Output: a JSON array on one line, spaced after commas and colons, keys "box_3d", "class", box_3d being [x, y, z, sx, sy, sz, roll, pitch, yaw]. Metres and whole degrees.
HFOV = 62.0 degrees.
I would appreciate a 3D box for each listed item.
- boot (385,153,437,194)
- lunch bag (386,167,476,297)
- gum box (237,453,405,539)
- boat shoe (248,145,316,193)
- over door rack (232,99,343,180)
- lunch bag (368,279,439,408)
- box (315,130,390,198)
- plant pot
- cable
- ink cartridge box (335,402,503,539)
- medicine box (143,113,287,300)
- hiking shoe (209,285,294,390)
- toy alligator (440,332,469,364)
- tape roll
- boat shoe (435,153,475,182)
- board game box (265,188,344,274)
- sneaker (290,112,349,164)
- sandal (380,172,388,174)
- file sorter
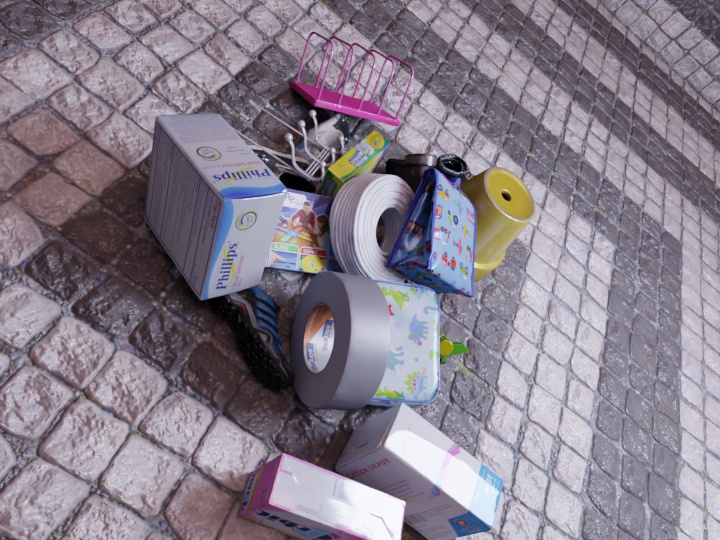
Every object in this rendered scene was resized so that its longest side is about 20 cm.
[{"box_3d": [0.093, -0.135, 1.187, 0.069, 0.200, 0.175, 3, 91, -16], "class": "boot"}, {"box_3d": [0.145, -0.072, 1.047, 0.150, 0.094, 0.200, 29, 72, -46], "class": "lunch bag"}, {"box_3d": [-0.047, 0.321, 0.799, 0.200, 0.113, 0.066, 28, 51, -16], "class": "gum box"}, {"box_3d": [-0.168, -0.170, 1.053, 0.200, 0.072, 0.068, 5, 56, -34], "class": "boat shoe"}, {"box_3d": [-0.133, -0.236, 1.022, 0.200, 0.067, 0.148, 23, 32, 1], "class": "over door rack"}, {"box_3d": [0.045, 0.118, 0.975, 0.160, 0.082, 0.201, 6, 71, -11], "class": "lunch bag"}, {"box_3d": [-0.027, -0.170, 1.116, 0.048, 0.117, 0.200, 40, 48, 5], "class": "box"}, {"box_3d": [0.238, -0.104, 1.207, 0.200, 0.189, 0.201, 16, 54, -24], "class": "plant pot"}, {"box_3d": [0.031, -0.068, 1.040, 0.200, 0.069, 0.201, -2, 95, -50], "class": "cable"}, {"box_3d": [0.083, 0.299, 0.879, 0.200, 0.145, 0.085, 38, 48, -9], "class": "ink cartridge box"}, {"box_3d": [-0.217, -0.095, 0.864, 0.103, 0.182, 0.200, -17, 53, -40], "class": "medicine box"}, {"box_3d": [-0.146, 0.083, 0.908, 0.087, 0.074, 0.200, -25, 78, -40], "class": "hiking shoe"}, {"box_3d": [0.097, 0.123, 1.067, 0.200, 0.059, 0.054, 24, 95, -11], "class": "toy alligator"}, {"box_3d": [-0.035, 0.103, 0.885, 0.066, 0.200, 0.201, 10, 57, -29], "class": "tape roll"}, {"box_3d": [0.225, -0.203, 1.325, 0.200, 0.091, 0.071, -2, 63, -35], "class": "boat shoe"}, {"box_3d": [-0.113, -0.067, 1.003, 0.200, 0.034, 0.136, 9, 88, -28], "class": "board game box"}, {"box_3d": [-0.073, -0.262, 1.183, 0.072, 0.072, 0.200, 7, 34, 20], "class": "sneaker"}, {"box_3d": [0.015, -0.115, 1.135, 0.048, 0.075, 0.201, 55, 47, -24], "class": "sandal"}, {"box_3d": [-0.014, -0.394, 1.225, 0.200, 0.126, 0.139, 5, 28, -31], "class": "file sorter"}]
